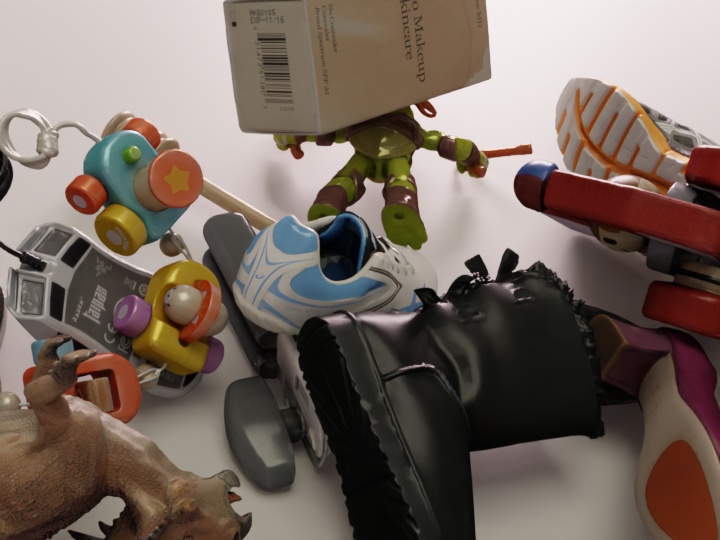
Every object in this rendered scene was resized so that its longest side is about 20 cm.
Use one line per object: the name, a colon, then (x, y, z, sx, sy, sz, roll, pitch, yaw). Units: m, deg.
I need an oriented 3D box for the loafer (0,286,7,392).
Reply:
loafer: (-0.234, 0.057, 0.768, 0.072, 0.063, 0.200, 0, 42, -11)

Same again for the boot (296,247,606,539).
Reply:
boot: (0.066, 0.091, 0.756, 0.162, 0.073, 0.199, -10, 69, -29)

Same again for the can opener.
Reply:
can opener: (-0.064, 0.041, 0.830, 0.066, 0.053, 0.200, -7, 44, -19)

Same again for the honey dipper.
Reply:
honey dipper: (-0.094, -0.049, 0.940, 0.200, 0.038, 0.038, 31, 45, 19)

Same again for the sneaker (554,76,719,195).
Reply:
sneaker: (0.228, -0.080, 1.023, 0.077, 0.078, 0.200, -15, 49, -45)

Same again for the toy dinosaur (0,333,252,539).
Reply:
toy dinosaur: (-0.166, 0.107, 0.669, 0.200, 0.136, 0.086, -9, 7, 10)

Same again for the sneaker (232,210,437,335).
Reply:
sneaker: (0.000, 0.000, 0.834, 0.072, 0.073, 0.200, 45, 21, 21)

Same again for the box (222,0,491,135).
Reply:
box: (0.003, -0.160, 0.958, 0.078, 0.095, 0.200, 7, 22, 39)

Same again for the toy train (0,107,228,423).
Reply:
toy train: (-0.134, 0.003, 0.758, 0.150, 0.056, 0.200, -1, 81, -45)

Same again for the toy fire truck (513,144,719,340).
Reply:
toy fire truck: (0.187, -0.027, 0.881, 0.168, 0.112, 0.200, 17, 2, 23)

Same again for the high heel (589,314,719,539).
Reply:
high heel: (0.198, 0.099, 0.769, 0.096, 0.067, 0.200, 19, 34, -25)

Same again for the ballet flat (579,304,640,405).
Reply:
ballet flat: (0.102, 0.055, 0.857, 0.200, 0.057, 0.067, 5, 62, -17)

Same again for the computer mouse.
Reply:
computer mouse: (-0.173, 0.016, 0.788, 0.200, 0.044, 0.110, 37, 53, -32)

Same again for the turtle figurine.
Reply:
turtle figurine: (0.026, -0.081, 0.978, 0.200, 0.064, 0.161, 11, 41, 1)
